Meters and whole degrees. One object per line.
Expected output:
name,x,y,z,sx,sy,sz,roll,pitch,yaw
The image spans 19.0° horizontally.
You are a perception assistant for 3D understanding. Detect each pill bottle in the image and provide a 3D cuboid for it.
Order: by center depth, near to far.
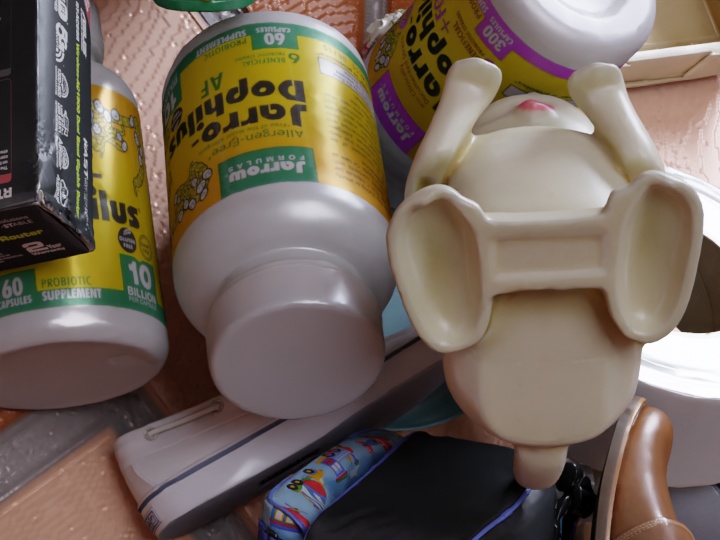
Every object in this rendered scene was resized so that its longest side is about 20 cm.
pill bottle,-0.041,-0.028,1.086,0.112,0.113,0.200,16,42,-23
pill bottle,-0.163,-0.040,1.096,0.112,0.113,0.201,3,66,-29
pill bottle,0.066,-0.110,1.172,0.104,0.200,0.105,15,56,-24

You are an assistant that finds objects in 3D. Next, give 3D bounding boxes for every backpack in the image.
backpack,0.025,0.197,1.066,0.134,0.201,0.183,11,19,21

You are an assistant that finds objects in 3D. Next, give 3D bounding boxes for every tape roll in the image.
tape roll,0.156,0.024,1.198,0.202,0.071,0.203,12,40,-10

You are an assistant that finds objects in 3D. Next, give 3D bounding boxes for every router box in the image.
router box,-0.226,-0.069,1.029,0.062,0.199,0.150,48,35,-61

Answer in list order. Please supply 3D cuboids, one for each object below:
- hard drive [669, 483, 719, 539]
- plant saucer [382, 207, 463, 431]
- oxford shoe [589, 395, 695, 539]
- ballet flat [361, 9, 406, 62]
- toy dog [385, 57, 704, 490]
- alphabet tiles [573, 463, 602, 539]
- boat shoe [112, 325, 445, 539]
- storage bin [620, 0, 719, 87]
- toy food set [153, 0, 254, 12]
hard drive,0.238,0.150,1.242,0.200,0.042,0.135,46,32,-15
plant saucer,0.000,0.000,1.225,0.199,0.027,0.201,12,63,-25
oxford shoe,0.143,0.150,1.045,0.071,0.071,0.201,3,53,9
ballet flat,0.087,-0.093,1.296,0.200,0.076,0.064,39,29,-13
toy dog,0.092,-0.013,1.049,0.200,0.139,0.195,-90,167,-63
alphabet tiles,0.166,0.198,1.173,0.200,0.015,0.196,25,50,-56
boat shoe,-0.034,0.065,1.122,0.200,0.074,0.065,-27,74,-18
storage bin,0.165,-0.224,1.385,0.199,0.094,0.199,-10,73,-34
toy food set,-0.096,-0.187,1.162,0.198,0.200,0.049,-24,123,-47
